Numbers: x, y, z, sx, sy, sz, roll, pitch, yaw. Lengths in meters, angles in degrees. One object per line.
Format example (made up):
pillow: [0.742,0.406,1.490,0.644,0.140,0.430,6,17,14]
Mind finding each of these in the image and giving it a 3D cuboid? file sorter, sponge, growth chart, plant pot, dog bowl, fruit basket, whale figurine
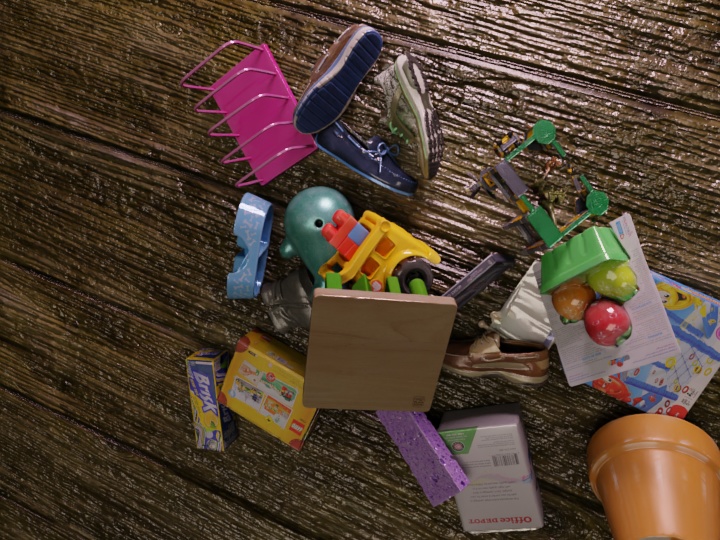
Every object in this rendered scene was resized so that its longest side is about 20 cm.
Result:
file sorter: [-0.191,-0.262,0.913,0.138,0.125,0.202,-27,95,24]
sponge: [0.106,0.314,0.962,0.201,0.030,0.112,55,145,19]
growth chart: [0.313,0.062,0.898,0.144,0.018,0.201,37,111,5]
plant pot: [0.453,0.358,0.810,0.197,0.184,0.203,10,124,15]
dog bowl: [-0.202,-0.040,0.988,0.049,0.112,0.203,12,107,-1]
fruit basket: [0.351,0.048,0.781,0.185,0.092,0.203,-41,59,52]
whale figurine: [-0.065,-0.044,0.926,0.156,0.104,0.204,-8,94,-2]

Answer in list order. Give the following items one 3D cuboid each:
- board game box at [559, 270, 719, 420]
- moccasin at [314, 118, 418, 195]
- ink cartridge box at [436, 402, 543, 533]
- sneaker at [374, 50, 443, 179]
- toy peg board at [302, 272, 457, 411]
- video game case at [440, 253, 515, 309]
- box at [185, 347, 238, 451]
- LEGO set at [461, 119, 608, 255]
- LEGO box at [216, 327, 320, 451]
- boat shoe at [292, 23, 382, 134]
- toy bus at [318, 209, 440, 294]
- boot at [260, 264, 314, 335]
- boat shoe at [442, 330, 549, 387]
board game box: [0.451,0.112,0.838,0.193,0.056,0.203,24,109,5]
moccasin: [0.014,-0.196,0.895,0.198,0.080,0.069,31,106,7]
ink cartridge box: [0.234,0.354,0.958,0.143,0.087,0.203,-13,98,21]
sneaker: [0.077,-0.244,0.876,0.087,0.077,0.204,-13,94,33]
toy peg board: [0.019,0.099,0.795,0.196,0.098,0.202,4,121,-7]
video game case: [0.159,0.044,0.875,0.200,0.142,0.019,-42,73,22]
box: [-0.309,0.269,1.119,0.069,0.064,0.204,1,103,17]
LEGO set: [0.270,-0.121,0.837,0.200,0.116,0.154,45,82,-2]
LEGO box: [-0.166,0.232,1.057,0.198,0.077,0.151,28,110,9]
boat shoe: [-0.046,-0.317,0.886,0.200,0.072,0.073,-47,47,9]
toy bus: [0.000,0.000,0.865,0.191,0.136,0.201,36,92,-24]
boot: [-0.105,0.096,1.019,0.129,0.068,0.203,-26,87,26]
boat shoe: [0.223,0.138,0.911,0.196,0.076,0.075,8,113,13]
